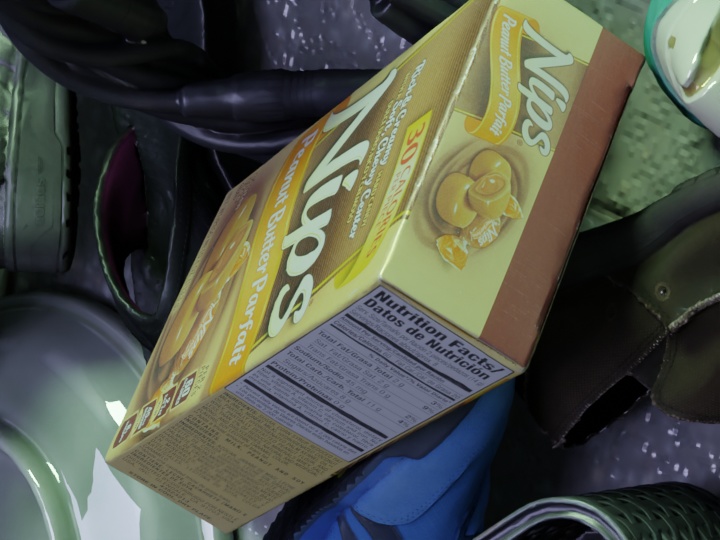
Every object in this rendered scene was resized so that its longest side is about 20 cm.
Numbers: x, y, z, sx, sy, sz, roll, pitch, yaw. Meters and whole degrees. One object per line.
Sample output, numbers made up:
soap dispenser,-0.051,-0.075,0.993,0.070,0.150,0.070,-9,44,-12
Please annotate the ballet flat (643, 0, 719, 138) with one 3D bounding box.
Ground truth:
ballet flat,0.122,-0.072,0.778,0.067,0.070,0.200,45,149,-5

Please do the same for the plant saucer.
plant saucer,-0.132,0.109,1.107,0.200,0.050,0.200,7,100,44

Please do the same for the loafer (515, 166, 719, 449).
loafer,0.114,0.008,0.840,0.200,0.073,0.071,-24,82,54

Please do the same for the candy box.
candy box,0.000,0.000,0.881,0.200,0.055,0.115,-35,28,57

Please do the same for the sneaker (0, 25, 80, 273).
sneaker,-0.156,-0.064,1.044,0.060,0.104,0.200,92,177,-76

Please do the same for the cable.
cable,-0.041,-0.092,0.907,0.163,0.200,0.051,-26,47,52

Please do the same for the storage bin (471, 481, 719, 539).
storage bin,0.042,0.166,0.854,0.200,0.094,0.135,-36,73,22

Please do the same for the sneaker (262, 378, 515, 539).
sneaker,0.019,0.086,0.930,0.078,0.066,0.200,30,139,-3

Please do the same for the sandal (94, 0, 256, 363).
sandal,-0.070,-0.024,1.019,0.075,0.048,0.201,-19,81,44
